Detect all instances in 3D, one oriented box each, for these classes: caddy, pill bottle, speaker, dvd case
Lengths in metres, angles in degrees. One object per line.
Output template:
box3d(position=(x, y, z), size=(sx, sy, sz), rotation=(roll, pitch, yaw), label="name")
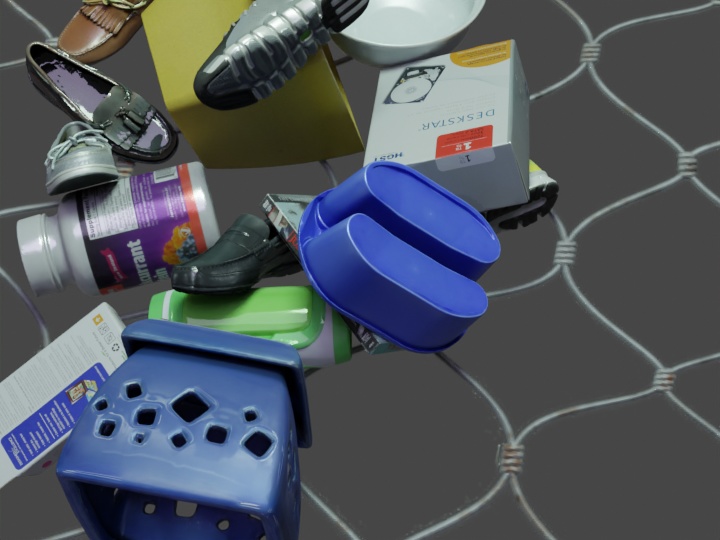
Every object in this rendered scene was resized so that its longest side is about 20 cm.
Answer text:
box3d(position=(0.036, -0.009, 1.228), size=(0.199, 0.105, 0.142), rotation=(31, 52, -17), label="caddy")
box3d(position=(-0.247, -0.036, 1.337), size=(0.198, 0.112, 0.112), rotation=(-14, 62, -4), label="pill bottle")
box3d(position=(-0.109, 0.058, 1.296), size=(0.198, 0.089, 0.089), rotation=(-2, 62, 2), label="speaker")
box3d(position=(0.000, 0.000, 1.304), size=(0.200, 0.145, 0.022), rotation=(52, 119, 25), label="dvd case")

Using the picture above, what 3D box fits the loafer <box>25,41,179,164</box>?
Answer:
box3d(position=(-0.292, -0.186, 1.431), size=(0.199, 0.063, 0.072), rotation=(33, 79, 9), label="loafer")

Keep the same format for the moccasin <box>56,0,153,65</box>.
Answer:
box3d(position=(-0.275, -0.318, 1.502), size=(0.201, 0.078, 0.074), rotation=(-42, 70, -12), label="moccasin")

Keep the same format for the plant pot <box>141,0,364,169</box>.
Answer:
box3d(position=(-0.123, -0.223, 1.392), size=(0.175, 0.200, 0.201), rotation=(-21, 63, 3), label="plant pot")

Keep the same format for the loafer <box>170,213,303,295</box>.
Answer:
box3d(position=(-0.118, -0.021, 1.291), size=(0.068, 0.071, 0.200), rotation=(5, 15, 33), label="loafer")

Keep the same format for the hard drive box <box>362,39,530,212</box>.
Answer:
box3d(position=(0.093, -0.142, 1.337), size=(0.154, 0.077, 0.201), rotation=(-11, 38, 15), label="hard drive box")

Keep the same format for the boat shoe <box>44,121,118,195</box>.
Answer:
box3d(position=(-0.293, -0.119, 1.338), size=(0.074, 0.202, 0.065), rotation=(-15, 101, -6), label="boat shoe")

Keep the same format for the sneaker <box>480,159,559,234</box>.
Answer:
box3d(position=(0.104, -0.073, 1.367), size=(0.198, 0.078, 0.091), rotation=(-19, 55, -14), label="sneaker")

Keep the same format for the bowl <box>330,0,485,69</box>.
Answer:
box3d(position=(0.041, -0.293, 1.462), size=(0.199, 0.091, 0.203), rotation=(0, 55, -1), label="bowl")

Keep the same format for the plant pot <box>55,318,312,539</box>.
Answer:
box3d(position=(-0.143, 0.163, 1.185), size=(0.198, 0.201, 0.181), rotation=(9, 57, 8), label="plant pot")

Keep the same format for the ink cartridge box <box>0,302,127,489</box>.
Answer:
box3d(position=(-0.304, 0.130, 1.284), size=(0.199, 0.037, 0.095), rotation=(-37, 66, -4), label="ink cartridge box")

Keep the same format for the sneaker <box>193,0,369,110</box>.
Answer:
box3d(position=(-0.095, -0.245, 1.254), size=(0.199, 0.075, 0.116), rotation=(-36, 56, -8), label="sneaker")
